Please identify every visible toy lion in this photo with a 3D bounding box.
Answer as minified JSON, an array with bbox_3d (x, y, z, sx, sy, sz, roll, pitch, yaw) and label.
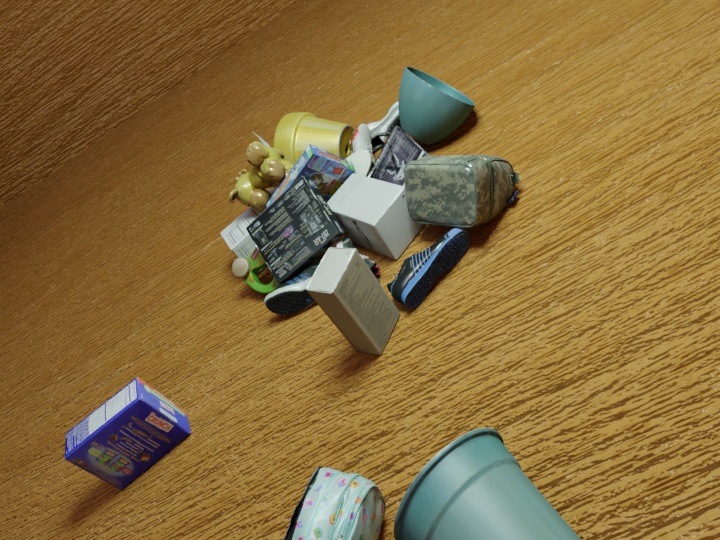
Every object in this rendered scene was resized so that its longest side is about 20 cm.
[{"bbox_3d":[-0.196,-0.029,1.465,0.190,0.068,0.203,37,100,23],"label":"toy lion"}]

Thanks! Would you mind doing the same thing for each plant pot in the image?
[{"bbox_3d":[0.171,-0.401,1.503,0.137,0.196,0.202,-62,31,24],"label":"plant pot"},{"bbox_3d":[-0.111,-0.330,1.644,0.184,0.203,0.204,5,53,25],"label":"plant pot"},{"bbox_3d":[0.173,0.341,0.741,0.200,0.201,0.195,-43,45,-8],"label":"plant pot"}]

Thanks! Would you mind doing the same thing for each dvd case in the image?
[{"bbox_3d":[0.091,-0.259,1.487,0.151,0.016,0.201,-60,32,20],"label":"dvd case"}]

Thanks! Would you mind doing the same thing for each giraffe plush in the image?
[{"bbox_3d":[-0.255,-0.226,1.507,0.164,0.171,0.200,-53,54,12],"label":"giraffe plush"}]

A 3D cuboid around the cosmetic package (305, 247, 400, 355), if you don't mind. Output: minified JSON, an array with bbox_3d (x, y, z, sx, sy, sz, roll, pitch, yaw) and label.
[{"bbox_3d":[-0.009,0.061,1.148,0.072,0.201,0.105,4,52,40],"label":"cosmetic package"}]

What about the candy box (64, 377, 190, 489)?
[{"bbox_3d":[-0.493,0.349,1.276,0.198,0.170,0.077,-37,41,0],"label":"candy box"}]

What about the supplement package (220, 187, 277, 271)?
[{"bbox_3d":[-0.253,-0.107,1.585,0.199,0.115,0.109,-41,38,-5],"label":"supplement package"}]

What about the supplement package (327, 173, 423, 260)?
[{"bbox_3d":[0.030,-0.127,1.375,0.118,0.118,0.198,-48,38,-15],"label":"supplement package"}]

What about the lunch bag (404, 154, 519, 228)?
[{"bbox_3d":[0.213,-0.178,1.260,0.197,0.143,0.166,8,26,44],"label":"lunch bag"}]

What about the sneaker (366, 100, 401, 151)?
[{"bbox_3d":[0.086,-0.392,1.643,0.198,0.074,0.081,-34,46,16],"label":"sneaker"}]

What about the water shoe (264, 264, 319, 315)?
[{"bbox_3d":[-0.129,0.039,1.384,0.195,0.073,0.080,-21,31,11],"label":"water shoe"}]

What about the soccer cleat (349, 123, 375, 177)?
[{"bbox_3d":[0.010,-0.296,1.572,0.084,0.068,0.206,-10,63,47],"label":"soccer cleat"}]

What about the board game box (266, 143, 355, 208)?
[{"bbox_3d":[-0.121,-0.199,1.444,0.200,0.133,0.035,-47,49,29],"label":"board game box"}]

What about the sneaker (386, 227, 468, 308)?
[{"bbox_3d":[0.134,-0.018,1.219,0.200,0.071,0.077,-46,43,-9],"label":"sneaker"}]

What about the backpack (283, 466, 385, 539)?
[{"bbox_3d":[-0.043,0.403,0.888,0.123,0.169,0.203,8,51,19],"label":"backpack"}]

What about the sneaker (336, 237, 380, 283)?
[{"bbox_3d":[0.000,0.000,1.322,0.084,0.082,0.203,-14,43,-1],"label":"sneaker"}]

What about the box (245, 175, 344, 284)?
[{"bbox_3d":[-0.153,-0.093,1.390,0.199,0.043,0.162,-39,78,21],"label":"box"}]

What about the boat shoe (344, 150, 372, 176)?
[{"bbox_3d":[-0.027,-0.217,1.499,0.073,0.061,0.202,43,118,15],"label":"boat shoe"}]
